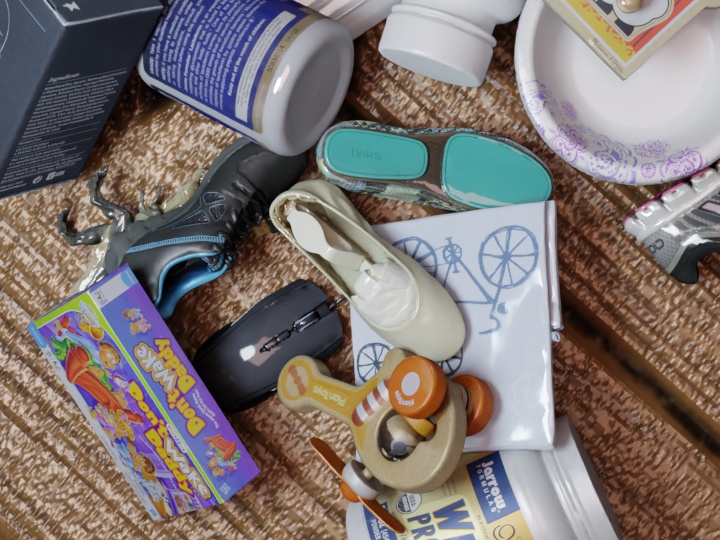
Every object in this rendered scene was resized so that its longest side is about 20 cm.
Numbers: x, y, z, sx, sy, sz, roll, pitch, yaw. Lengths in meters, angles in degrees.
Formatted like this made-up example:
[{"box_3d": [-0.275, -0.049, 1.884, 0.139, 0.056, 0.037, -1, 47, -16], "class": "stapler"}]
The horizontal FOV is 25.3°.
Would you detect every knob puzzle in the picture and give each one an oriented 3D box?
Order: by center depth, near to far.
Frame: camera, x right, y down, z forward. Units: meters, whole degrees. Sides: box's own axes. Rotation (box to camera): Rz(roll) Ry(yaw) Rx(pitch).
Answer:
[{"box_3d": [0.209, -0.276, 1.211, 0.217, 0.030, 0.223, 0, 85, -1], "class": "knob puzzle"}]

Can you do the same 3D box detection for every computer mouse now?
[{"box_3d": [-0.072, 0.027, 1.361, 0.198, 0.046, 0.142, -28, 90, 8], "class": "computer mouse"}]

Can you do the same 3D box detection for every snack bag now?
[{"box_3d": [0.076, 0.052, 1.287, 0.187, 0.021, 0.203, -8, 79, 28], "class": "snack bag"}]

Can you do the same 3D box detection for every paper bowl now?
[{"box_3d": [0.223, -0.170, 1.284, 0.198, 0.104, 0.204, 0, 93, 8], "class": "paper bowl"}]

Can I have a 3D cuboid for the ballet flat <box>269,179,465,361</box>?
[{"box_3d": [0.000, 0.000, 1.284, 0.200, 0.069, 0.070, 43, 98, 25], "class": "ballet flat"}]

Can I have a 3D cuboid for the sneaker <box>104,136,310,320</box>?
[{"box_3d": [-0.114, -0.036, 1.329, 0.199, 0.073, 0.082, -40, 48, -2], "class": "sneaker"}]

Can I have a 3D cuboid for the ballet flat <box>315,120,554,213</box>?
[{"box_3d": [0.060, -0.084, 1.327, 0.197, 0.074, 0.075, 13, 95, -4], "class": "ballet flat"}]

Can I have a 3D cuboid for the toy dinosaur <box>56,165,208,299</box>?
[{"box_3d": [-0.214, -0.032, 1.379, 0.200, 0.047, 0.088, -42, 94, 11], "class": "toy dinosaur"}]

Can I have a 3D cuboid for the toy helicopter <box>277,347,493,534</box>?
[{"box_3d": [0.002, 0.121, 1.270, 0.199, 0.078, 0.134, 19, 88, 44], "class": "toy helicopter"}]

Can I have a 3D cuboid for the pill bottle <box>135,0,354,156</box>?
[{"box_3d": [-0.114, -0.183, 1.305, 0.199, 0.116, 0.117, 28, 96, 21], "class": "pill bottle"}]

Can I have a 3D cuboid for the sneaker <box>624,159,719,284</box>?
[{"box_3d": [0.316, -0.056, 1.296, 0.199, 0.074, 0.088, -31, 89, 12], "class": "sneaker"}]

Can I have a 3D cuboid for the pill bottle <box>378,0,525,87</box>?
[{"box_3d": [0.086, -0.256, 1.280, 0.113, 0.114, 0.202, 18, 88, 6], "class": "pill bottle"}]

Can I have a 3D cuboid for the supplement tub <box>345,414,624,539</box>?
[{"box_3d": [0.102, 0.213, 1.301, 0.198, 0.144, 0.146, -26, 90, 8], "class": "supplement tub"}]

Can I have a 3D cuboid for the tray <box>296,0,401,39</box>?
[{"box_3d": [-0.020, -0.251, 1.352, 0.199, 0.022, 0.108, -33, 88, 8], "class": "tray"}]

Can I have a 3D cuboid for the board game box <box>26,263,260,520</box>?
[{"box_3d": [-0.181, 0.105, 1.326, 0.045, 0.134, 0.201, -36, 97, -35], "class": "board game box"}]

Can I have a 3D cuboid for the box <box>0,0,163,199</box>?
[{"box_3d": [-0.272, -0.182, 1.288, 0.149, 0.107, 0.201, 50, 130, 17], "class": "box"}]
